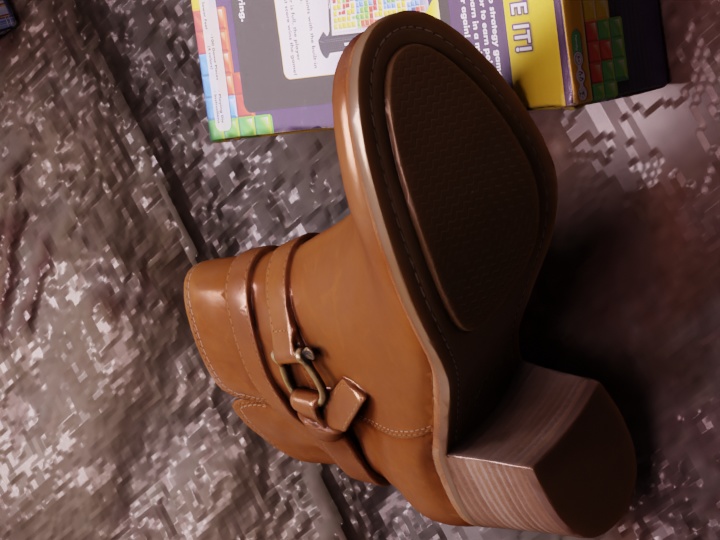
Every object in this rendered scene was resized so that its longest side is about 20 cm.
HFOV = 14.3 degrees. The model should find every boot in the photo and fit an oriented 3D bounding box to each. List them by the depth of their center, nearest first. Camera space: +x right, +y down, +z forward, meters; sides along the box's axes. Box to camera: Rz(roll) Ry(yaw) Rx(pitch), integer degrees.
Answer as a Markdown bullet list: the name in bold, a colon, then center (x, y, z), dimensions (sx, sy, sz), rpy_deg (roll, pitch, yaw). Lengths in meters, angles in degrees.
- **boot**: center (0.000, 0.000, 0.957), dimensions (0.155, 0.077, 0.201), rpy_deg (10, 139, 46)

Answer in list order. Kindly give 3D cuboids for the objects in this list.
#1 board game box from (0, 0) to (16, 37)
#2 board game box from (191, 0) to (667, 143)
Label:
- **board game box**: center (-0.273, -0.067, 1.135), dimensions (0.200, 0.199, 0.062), rpy_deg (-31, 79, 41)
- **board game box**: center (0.011, -0.150, 0.955), dimensions (0.165, 0.057, 0.201), rpy_deg (-2, 98, 41)
